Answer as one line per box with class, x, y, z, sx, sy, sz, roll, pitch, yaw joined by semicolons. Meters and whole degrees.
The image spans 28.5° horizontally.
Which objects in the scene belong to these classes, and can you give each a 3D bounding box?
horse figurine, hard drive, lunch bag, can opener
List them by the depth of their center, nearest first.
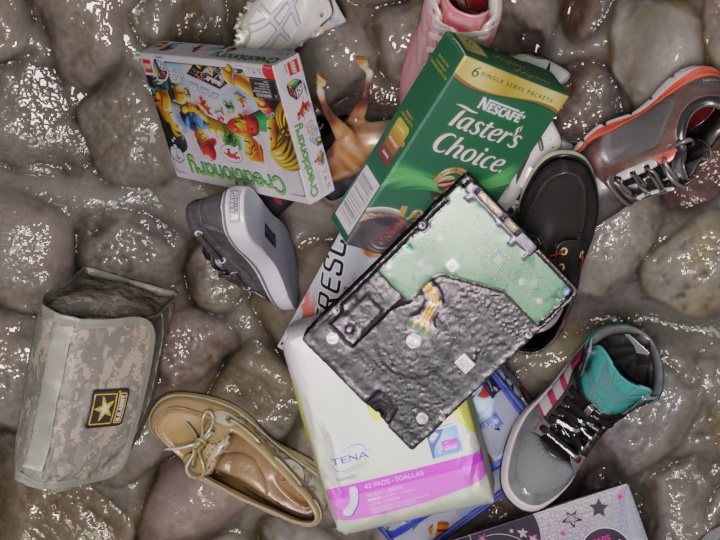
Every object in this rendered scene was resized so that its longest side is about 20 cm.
hard drive;0.067;0.035;1.203;0.140;0.038;0.200;44;101;-5
horse figurine;0.033;-0.127;1.237;0.198;0.050;0.133;-5;133;-9
lunch bag;-0.252;0.100;1.310;0.116;0.200;0.166;16;102;3
can opener;-0.071;-0.074;1.325;0.199;0.063;0.079;-36;97;11
lunch bag;0.081;0.167;1.356;0.199;0.076;0.161;-35;98;13

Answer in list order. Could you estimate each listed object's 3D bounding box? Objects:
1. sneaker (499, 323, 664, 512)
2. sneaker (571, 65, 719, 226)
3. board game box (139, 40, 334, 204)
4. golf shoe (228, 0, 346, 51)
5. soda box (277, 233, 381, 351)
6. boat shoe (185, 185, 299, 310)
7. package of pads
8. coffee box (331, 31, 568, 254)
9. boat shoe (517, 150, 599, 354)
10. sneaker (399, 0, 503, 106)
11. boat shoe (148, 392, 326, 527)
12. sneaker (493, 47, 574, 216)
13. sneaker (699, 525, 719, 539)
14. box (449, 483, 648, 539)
sneaker;0.205;0.122;1.262;0.083;0.121;0.200;36;65;1
sneaker;0.256;-0.098;1.266;0.200;0.082;0.077;-44;127;12
board game box;-0.112;-0.134;1.255;0.199;0.034;0.127;14;127;47
golf shoe;-0.064;-0.226;1.290;0.096;0.078;0.202;18;104;-5
soda box;0.000;0.000;1.328;0.063;0.068;0.201;30;103;7
boat shoe;-0.107;-0.015;1.287;0.066;0.200;0.071;-6;69;12
package of pads;0.024;0.127;1.279;0.153;0.068;0.202;-14;98;9
coffee box;0.074;-0.096;1.207;0.122;0.044;0.201;16;119;-35
boat shoe;0.170;-0.013;1.274;0.073;0.063;0.203;10;127;1
sneaker;0.079;-0.197;1.264;0.075;0.105;0.202;15;104;1
boat shoe;-0.119;0.183;1.384;0.199;0.063;0.074;26;104;0
sneaker;0.147;-0.096;1.293;0.088;0.074;0.202;10;103;6
sneaker;0.342;0.309;1.369;0.199;0.073;0.071;-37;115;15
box;0.169;0.282;1.315;0.198;0.132;0.116;-19;76;2
